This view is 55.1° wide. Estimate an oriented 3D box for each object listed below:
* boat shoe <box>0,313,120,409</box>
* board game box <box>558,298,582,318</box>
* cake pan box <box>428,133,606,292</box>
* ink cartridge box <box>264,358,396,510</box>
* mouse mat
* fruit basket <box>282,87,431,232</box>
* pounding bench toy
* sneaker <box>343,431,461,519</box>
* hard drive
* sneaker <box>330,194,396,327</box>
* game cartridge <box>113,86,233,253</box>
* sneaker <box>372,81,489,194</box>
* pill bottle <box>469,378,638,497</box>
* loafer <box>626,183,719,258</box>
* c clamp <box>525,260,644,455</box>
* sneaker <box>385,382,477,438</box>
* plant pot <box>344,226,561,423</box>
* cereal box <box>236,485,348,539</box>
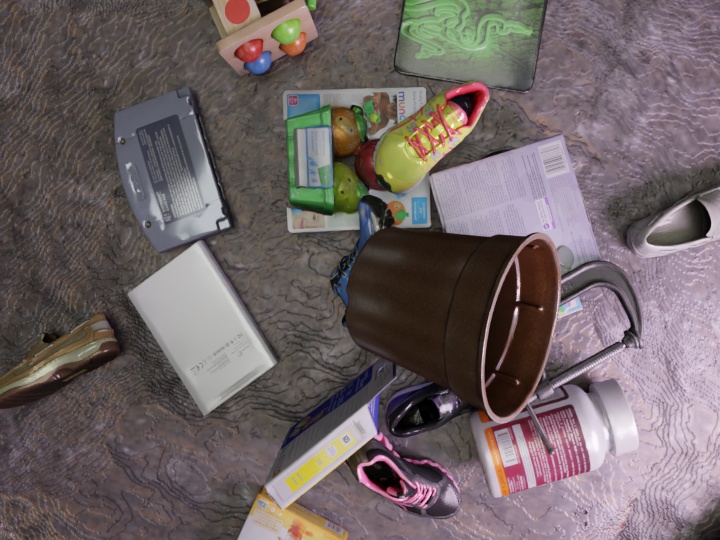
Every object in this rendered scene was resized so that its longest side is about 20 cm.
[{"bbox_3d":[-0.437,0.124,0.973,0.196,0.072,0.078,-26,75,-3],"label":"boat shoe"},{"bbox_3d":[0.179,0.024,0.925,0.195,0.034,0.138,-21,84,5],"label":"board game box"},{"bbox_3d":[0.196,-0.058,0.886,0.179,0.052,0.205,-17,84,3],"label":"cake pan box"},{"bbox_3d":[-0.021,0.188,0.870,0.198,0.198,0.047,-37,92,5],"label":"ink cartridge box"},{"bbox_3d":[0.151,-0.336,0.938,0.194,0.008,0.166,10,92,5],"label":"mouse mat"},{"bbox_3d":[-0.004,-0.148,0.913,0.194,0.094,0.191,-2,91,1],"label":"fruit basket"},{"bbox_3d":[-0.107,-0.368,0.898,0.196,0.124,0.159,-25,90,4],"label":"pounding bench toy"},{"bbox_3d":[0.058,0.282,0.905,0.197,0.095,0.080,32,92,-17],"label":"sneaker"},{"bbox_3d":[-0.220,0.081,0.968,0.130,0.026,0.203,-33,89,5],"label":"hard drive"},{"bbox_3d":[0.000,0.000,0.900,0.087,0.079,0.205,7,118,11],"label":"sneaker"},{"bbox_3d":[-0.267,-0.137,0.962,0.130,0.042,0.205,-17,90,9],"label":"game cartridge"},{"bbox_3d":[0.091,-0.177,0.866,0.078,0.090,0.200,46,64,-9],"label":"sneaker"},{"bbox_3d":[0.247,0.213,0.894,0.195,0.110,0.113,-17,90,5],"label":"pill bottle"},{"bbox_3d":[0.445,-0.067,0.890,0.196,0.070,0.071,-24,90,5],"label":"loafer"},{"bbox_3d":[0.264,0.094,0.843,0.198,0.027,0.173,-35,81,6],"label":"c clamp"},{"bbox_3d":[0.124,0.169,0.913,0.197,0.088,0.077,-30,89,4],"label":"sneaker"},{"bbox_3d":[0.098,0.042,0.783,0.194,0.198,0.206,14,93,34],"label":"plant pot"},{"bbox_3d":[-0.119,0.428,0.963,0.141,0.040,0.204,24,93,3],"label":"cereal box"}]
